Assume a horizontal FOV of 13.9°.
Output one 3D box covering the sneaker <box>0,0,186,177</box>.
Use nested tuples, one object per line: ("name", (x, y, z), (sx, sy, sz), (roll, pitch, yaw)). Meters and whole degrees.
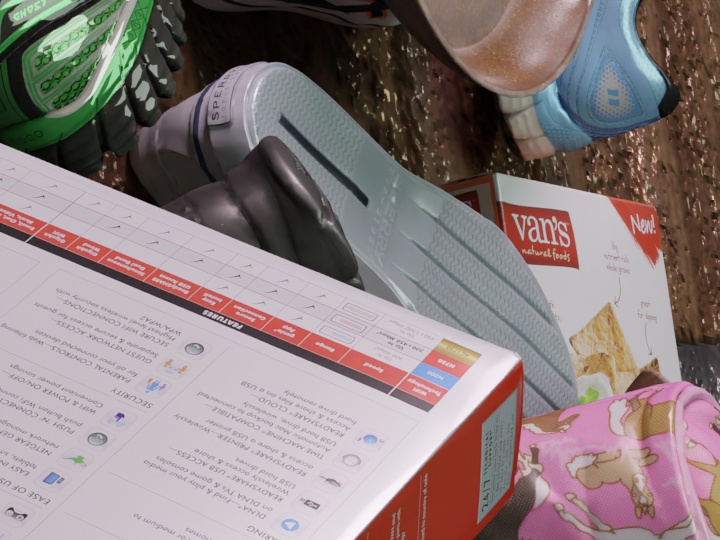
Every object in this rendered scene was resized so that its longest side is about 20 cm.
("sneaker", (-0.088, -0.131, 0.950), (0.085, 0.078, 0.200), (44, 44, -40))

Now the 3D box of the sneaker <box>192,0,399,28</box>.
("sneaker", (0.009, -0.133, 1.108), (0.200, 0.079, 0.079), (-20, 94, -60))

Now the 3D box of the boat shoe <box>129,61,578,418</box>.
("boat shoe", (0.000, 0.000, 1.042), (0.200, 0.067, 0.074), (48, 47, -29))

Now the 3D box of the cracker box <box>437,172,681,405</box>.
("cracker box", (0.078, 0.069, 1.156), (0.134, 0.058, 0.201), (7, 71, -57))

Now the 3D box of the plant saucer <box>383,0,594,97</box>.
("plant saucer", (0.035, -0.160, 1.044), (0.200, 0.032, 0.201), (11, 77, -62))

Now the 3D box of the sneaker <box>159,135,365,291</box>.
("sneaker", (-0.038, 0.048, 0.971), (0.076, 0.091, 0.200), (-126, -164, -50))

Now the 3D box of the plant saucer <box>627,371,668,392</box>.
("plant saucer", (0.126, 0.133, 1.027), (0.200, 0.032, 0.201), (157, -90, -84))

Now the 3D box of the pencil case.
("pencil case", (0.025, 0.098, 0.919), (0.083, 0.200, 0.087), (-3, 78, -74))

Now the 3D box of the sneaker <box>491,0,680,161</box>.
("sneaker", (0.093, -0.146, 1.217), (0.078, 0.090, 0.201), (52, 33, -81))

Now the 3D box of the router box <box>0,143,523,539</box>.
("router box", (-0.088, 0.050, 0.745), (0.179, 0.200, 0.049), (-43, 146, -44))
